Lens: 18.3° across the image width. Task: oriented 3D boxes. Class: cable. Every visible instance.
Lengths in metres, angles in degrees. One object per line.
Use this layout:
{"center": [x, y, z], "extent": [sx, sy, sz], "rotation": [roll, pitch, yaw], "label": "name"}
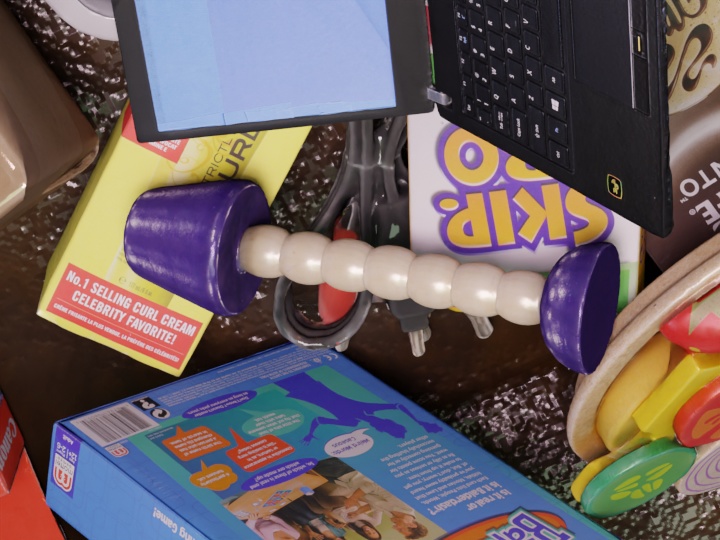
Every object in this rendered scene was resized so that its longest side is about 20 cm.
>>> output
{"center": [0.003, -0.040, 0.938], "extent": [0.096, 0.050, 0.202], "rotation": [-8, 123, -1], "label": "cable"}

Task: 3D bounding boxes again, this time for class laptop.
{"center": [0.003, -0.104, 0.770], "extent": [0.103, 0.200, 0.179], "rotation": [-28, 129, -27], "label": "laptop"}

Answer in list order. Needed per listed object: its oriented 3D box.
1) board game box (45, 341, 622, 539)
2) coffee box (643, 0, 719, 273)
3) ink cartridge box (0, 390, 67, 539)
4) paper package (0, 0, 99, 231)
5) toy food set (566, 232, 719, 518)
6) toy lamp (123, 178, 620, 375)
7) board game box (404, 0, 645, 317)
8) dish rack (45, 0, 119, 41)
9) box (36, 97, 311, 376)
{"center": [-0.009, 0.106, 0.913], "extent": [0.199, 0.151, 0.045], "rotation": [32, 124, 36], "label": "board game box"}
{"center": [0.114, -0.110, 0.896], "extent": [0.113, 0.080, 0.200], "rotation": [-33, 111, 18], "label": "coffee box"}
{"center": [-0.217, 0.077, 1.012], "extent": [0.108, 0.050, 0.201], "rotation": [-18, 113, 9], "label": "ink cartridge box"}
{"center": [-0.237, -0.070, 0.884], "extent": [0.190, 0.103, 0.201], "rotation": [-35, 95, 14], "label": "paper package"}
{"center": [0.175, 0.031, 0.929], "extent": [0.199, 0.049, 0.198], "rotation": [-10, 149, -37], "label": "toy food set"}
{"center": [0.000, 0.000, 0.883], "extent": [0.198, 0.058, 0.059], "rotation": [10, 119, 22], "label": "toy lamp"}
{"center": [0.065, -0.059, 0.869], "extent": [0.095, 0.030, 0.201], "rotation": [7, 129, 13], "label": "board game box"}
{"center": [-0.085, -0.193, 0.798], "extent": [0.171, 0.044, 0.200], "rotation": [-30, 126, 19], "label": "dish rack"}
{"center": [-0.065, -0.058, 0.943], "extent": [0.075, 0.050, 0.201], "rotation": [25, 114, -12], "label": "box"}
